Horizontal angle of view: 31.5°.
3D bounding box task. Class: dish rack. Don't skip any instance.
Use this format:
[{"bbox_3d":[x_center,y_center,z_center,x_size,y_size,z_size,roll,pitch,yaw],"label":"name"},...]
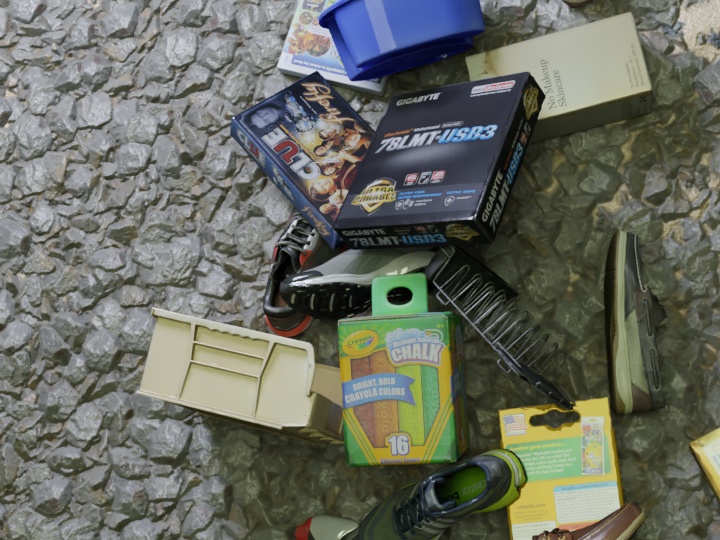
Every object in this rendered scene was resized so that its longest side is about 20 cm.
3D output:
[{"bbox_3d":[0.159,0.063,1.362,0.055,0.153,0.200,-48,51,10],"label":"dish rack"}]

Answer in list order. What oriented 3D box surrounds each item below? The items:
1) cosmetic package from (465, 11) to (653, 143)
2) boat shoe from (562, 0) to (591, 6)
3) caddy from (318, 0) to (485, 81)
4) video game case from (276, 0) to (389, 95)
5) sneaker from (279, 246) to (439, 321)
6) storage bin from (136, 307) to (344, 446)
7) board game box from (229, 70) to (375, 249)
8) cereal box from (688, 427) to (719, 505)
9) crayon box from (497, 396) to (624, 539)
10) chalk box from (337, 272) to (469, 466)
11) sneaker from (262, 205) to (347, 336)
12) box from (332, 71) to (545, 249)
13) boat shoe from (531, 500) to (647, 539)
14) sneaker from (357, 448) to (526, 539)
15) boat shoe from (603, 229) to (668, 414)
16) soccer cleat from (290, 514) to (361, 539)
[{"bbox_3d":[0.230,-0.216,1.480,0.198,0.073,0.105,-15,73,8],"label":"cosmetic package"},{"bbox_3d":[0.234,-0.420,1.529,0.074,0.075,0.204,-26,72,5],"label":"boat shoe"},{"bbox_3d":[0.051,-0.300,1.491,0.198,0.141,0.106,-17,86,-9],"label":"caddy"},{"bbox_3d":[-0.009,-0.327,1.591,0.142,0.018,0.202,15,79,15],"label":"video game case"},{"bbox_3d":[0.000,0.000,1.464,0.198,0.074,0.080,-13,58,-17],"label":"sneaker"},{"bbox_3d":[-0.115,0.123,1.403,0.196,0.200,0.095,11,80,15],"label":"storage bin"},{"bbox_3d":[-0.042,-0.134,1.510,0.135,0.035,0.200,-33,69,-27],"label":"board game box"},{"bbox_3d":[0.467,0.200,1.337,0.198,0.040,0.145,-28,72,4],"label":"cereal box"},{"bbox_3d":[0.221,0.246,1.375,0.124,0.052,0.202,-8,75,11],"label":"crayon box"},{"bbox_3d":[0.048,0.105,1.392,0.123,0.124,0.203,-5,87,11],"label":"chalk box"},{"bbox_3d":[-0.065,-0.025,1.491,0.076,0.082,0.202,10,76,15],"label":"sneaker"},{"bbox_3d":[0.086,-0.118,1.400,0.198,0.050,0.200,-2,55,41],"label":"box"},{"bbox_3d":[0.201,0.295,1.302,0.199,0.072,0.068,-38,73,4],"label":"boat shoe"},{"bbox_3d":[0.075,0.246,1.357,0.199,0.081,0.074,-34,66,16],"label":"sneaker"},{"bbox_3d":[0.304,0.057,1.399,0.065,0.072,0.203,1,76,2],"label":"boat shoe"},{"bbox_3d":[-0.034,0.368,1.394,0.084,0.069,0.202,-5,70,16],"label":"soccer cleat"}]
